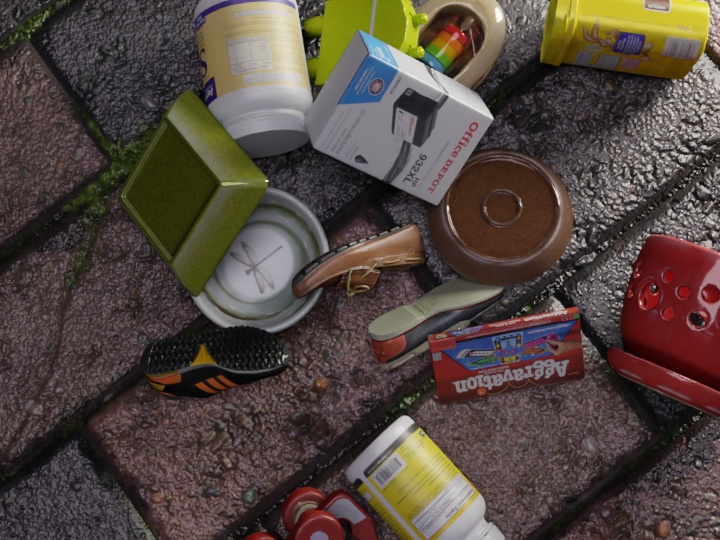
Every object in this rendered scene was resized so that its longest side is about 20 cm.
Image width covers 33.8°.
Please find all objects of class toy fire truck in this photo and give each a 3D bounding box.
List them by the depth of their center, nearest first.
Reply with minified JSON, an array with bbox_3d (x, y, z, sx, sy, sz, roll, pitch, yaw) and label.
[{"bbox_3d":[-0.056,0.388,1.522,0.200,0.112,0.168,-43,105,-4],"label":"toy fire truck"}]

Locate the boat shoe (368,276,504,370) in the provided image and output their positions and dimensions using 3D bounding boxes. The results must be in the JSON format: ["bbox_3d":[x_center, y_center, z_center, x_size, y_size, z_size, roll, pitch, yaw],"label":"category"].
[{"bbox_3d":[0.104,0.067,1.575,0.198,0.071,0.063,-24,118,-14],"label":"boat shoe"}]

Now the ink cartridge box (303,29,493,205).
[{"bbox_3d":[0.049,-0.195,1.538,0.198,0.084,0.146,23,114,-26],"label":"ink cartridge box"}]

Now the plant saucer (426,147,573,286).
[{"bbox_3d":[0.188,-0.079,1.590,0.198,0.035,0.203,-1,70,3],"label":"plant saucer"}]

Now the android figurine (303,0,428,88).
[{"bbox_3d":[0.004,-0.309,1.605,0.198,0.041,0.184,-1,78,36],"label":"android figurine"}]

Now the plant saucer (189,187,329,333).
[{"bbox_3d":[-0.138,-0.011,1.606,0.197,0.050,0.203,0,82,3],"label":"plant saucer"}]

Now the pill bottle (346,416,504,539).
[{"bbox_3d":[0.085,0.294,1.507,0.112,0.112,0.200,-42,82,-4],"label":"pill bottle"}]

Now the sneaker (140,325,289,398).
[{"bbox_3d":[-0.186,0.129,1.571,0.197,0.090,0.071,-4,52,6],"label":"sneaker"}]

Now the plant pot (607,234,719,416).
[{"bbox_3d":[0.422,0.075,1.495,0.198,0.200,0.184,22,91,6],"label":"plant pot"}]

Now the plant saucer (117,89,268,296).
[{"bbox_3d":[-0.236,-0.104,1.556,0.200,0.048,0.201,48,116,26],"label":"plant saucer"}]

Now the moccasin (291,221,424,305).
[{"bbox_3d":[-0.001,0.000,1.564,0.200,0.073,0.079,-21,90,-36],"label":"moccasin"}]

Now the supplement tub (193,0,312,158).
[{"bbox_3d":[-0.142,-0.266,1.598,0.144,0.145,0.203,-10,80,1],"label":"supplement tub"}]

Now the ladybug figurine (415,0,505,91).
[{"bbox_3d":[0.114,-0.295,1.626,0.200,0.072,0.136,-45,81,-4],"label":"ladybug figurine"}]

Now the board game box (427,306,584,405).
[{"bbox_3d":[0.192,0.114,1.555,0.197,0.020,0.104,-11,120,1],"label":"board game box"}]

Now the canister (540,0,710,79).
[{"bbox_3d":[0.349,-0.318,1.582,0.197,0.149,0.088,9,81,2],"label":"canister"}]
